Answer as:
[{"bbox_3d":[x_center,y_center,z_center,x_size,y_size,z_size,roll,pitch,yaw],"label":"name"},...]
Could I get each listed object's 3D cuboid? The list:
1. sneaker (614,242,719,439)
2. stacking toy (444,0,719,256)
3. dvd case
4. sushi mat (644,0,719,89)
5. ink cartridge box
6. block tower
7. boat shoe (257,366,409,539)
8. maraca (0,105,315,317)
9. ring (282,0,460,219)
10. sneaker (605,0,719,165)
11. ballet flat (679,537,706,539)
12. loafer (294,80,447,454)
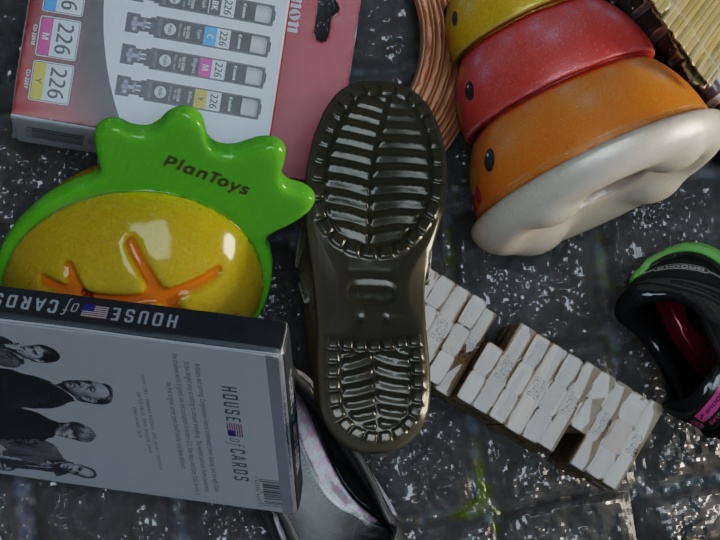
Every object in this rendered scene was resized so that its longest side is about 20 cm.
[{"bbox_3d":[0.206,0.076,1.156,0.084,0.077,0.200,-23,63,-39],"label":"sneaker"},{"bbox_3d":[0.091,-0.120,1.154,0.146,0.146,0.200,-23,79,-10],"label":"stacking toy"},{"bbox_3d":[-0.130,0.062,1.073,0.200,0.150,0.025,7,55,6],"label":"dvd case"},{"bbox_3d":[0.194,-0.183,1.161,0.096,0.012,0.200,57,45,-17],"label":"sushi mat"},{"bbox_3d":[-0.079,-0.157,1.127,0.175,0.084,0.200,8,84,-8],"label":"ink cartridge box"},{"bbox_3d":[0.060,0.046,1.170,0.200,0.054,0.058,32,82,-5],"label":"block tower"},{"bbox_3d":[-0.019,0.128,1.151,0.067,0.057,0.200,-31,91,-9],"label":"boat shoe"},{"bbox_3d":[-0.106,-0.008,1.092,0.137,0.200,0.107,16,45,-23],"label":"maraca"},{"bbox_3d":[-0.032,-0.127,1.184,0.200,0.019,0.201,1,87,-10],"label":"ring"},{"bbox_3d":[0.189,-0.158,1.195,0.115,0.076,0.200,-42,95,-14],"label":"sneaker"},{"bbox_3d":[0.253,0.168,1.181,0.200,0.071,0.065,-5,124,-11],"label":"ballet flat"},{"bbox_3d":[0.000,0.000,1.106,0.076,0.067,0.200,9,69,-11],"label":"loafer"}]
